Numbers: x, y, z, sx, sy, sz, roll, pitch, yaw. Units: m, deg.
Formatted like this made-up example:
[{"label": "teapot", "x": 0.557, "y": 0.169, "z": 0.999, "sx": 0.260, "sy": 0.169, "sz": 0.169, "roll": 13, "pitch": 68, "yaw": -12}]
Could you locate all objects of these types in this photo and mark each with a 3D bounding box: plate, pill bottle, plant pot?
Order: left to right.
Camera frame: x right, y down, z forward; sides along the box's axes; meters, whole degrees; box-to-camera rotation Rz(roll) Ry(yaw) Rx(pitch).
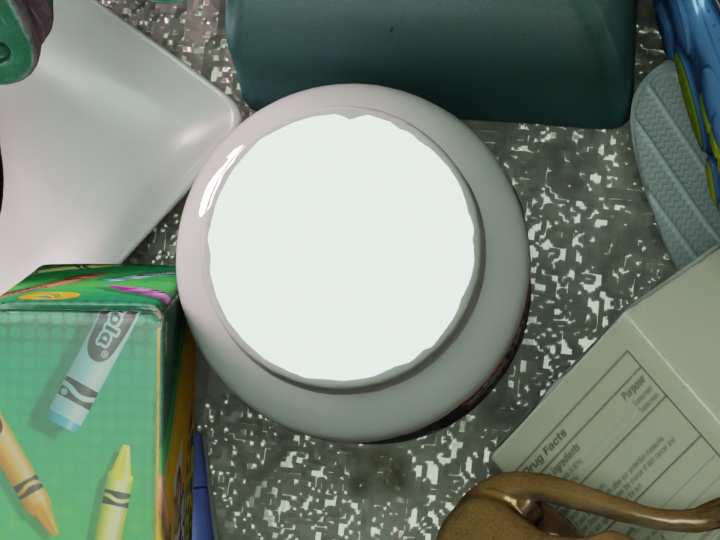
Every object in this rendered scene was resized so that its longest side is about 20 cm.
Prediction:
[{"label": "plate", "x": -0.177, "y": -0.038, "z": 0.944, "sx": 0.199, "sy": 0.032, "sz": 0.200, "roll": 37, "pitch": 70, "yaw": 5}, {"label": "pill bottle", "x": 0.000, "y": 0.000, "z": 0.865, "sx": 0.110, "sy": 0.200, "sz": 0.111, "roll": 0, "pitch": 86, "yaw": 4}, {"label": "plant pot", "x": 0.024, "y": -0.134, "z": 0.875, "sx": 0.141, "sy": 0.200, "sz": 0.142, "roll": 3, "pitch": 85, "yaw": 4}]

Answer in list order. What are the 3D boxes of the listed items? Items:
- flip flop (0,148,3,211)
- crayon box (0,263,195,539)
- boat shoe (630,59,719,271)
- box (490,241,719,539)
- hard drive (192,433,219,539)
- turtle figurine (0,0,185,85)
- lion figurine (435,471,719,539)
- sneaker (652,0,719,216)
[{"label": "flip flop", "x": -0.175, "y": -0.088, "z": 0.908, "sx": 0.057, "sy": 0.081, "sz": 0.201, "roll": -28, "pitch": 74, "yaw": 0}, {"label": "crayon box", "x": -0.086, "y": 0.103, "z": 0.860, "sx": 0.058, "sy": 0.119, "sz": 0.201, "roll": 1, "pitch": 96, "yaw": 1}, {"label": "boat shoe", "x": 0.167, "y": 0.008, "z": 0.927, "sx": 0.062, "sy": 0.072, "sz": 0.200, "roll": -28, "pitch": 81, "yaw": -38}, {"label": "box", "x": 0.147, "y": 0.097, "z": 0.881, "sx": 0.200, "sy": 0.078, "sz": 0.095, "roll": 50, "pitch": 135, "yaw": 10}, {"label": "hard drive", "x": -0.107, "y": 0.166, "z": 0.946, "sx": 0.131, "sy": 0.025, "sz": 0.201, "roll": -8, "pitch": 84, "yaw": 3}, {"label": "turtle figurine", "x": -0.086, "y": -0.141, "z": 0.899, "sx": 0.101, "sy": 0.200, "sz": 0.150, "roll": 39, "pitch": 116, "yaw": -22}, {"label": "lion figurine", "x": 0.038, "y": 0.131, "z": 0.882, "sx": 0.122, "sy": 0.072, "sz": 0.201, "roll": 33, "pitch": 104, "yaw": 29}, {"label": "sneaker", "x": 0.140, "y": -0.088, "z": 0.875, "sx": 0.082, "sy": 0.071, "sz": 0.201, "roll": -13, "pitch": 73, "yaw": -3}]
